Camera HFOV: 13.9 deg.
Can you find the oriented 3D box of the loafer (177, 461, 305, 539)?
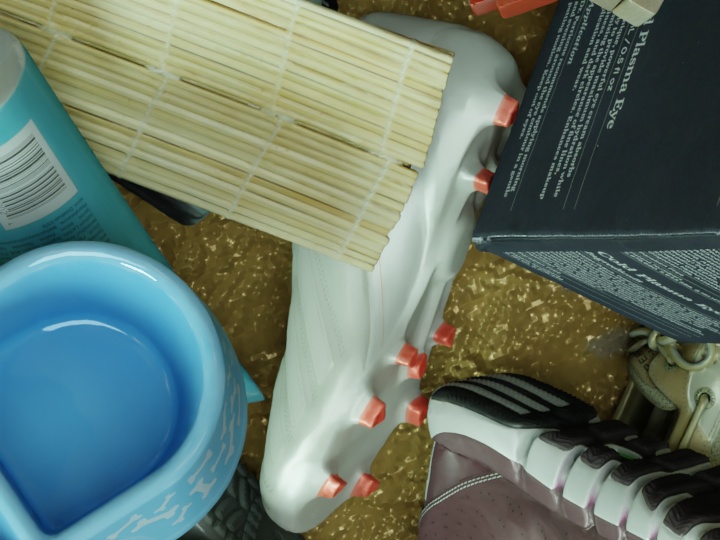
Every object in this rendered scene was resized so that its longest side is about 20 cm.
[{"bbox_3d":[-0.034,0.149,1.148,0.070,0.075,0.200,-36,97,25],"label":"loafer"}]

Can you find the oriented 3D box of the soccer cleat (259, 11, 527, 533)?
[{"bbox_3d":[0.000,0.000,1.113,0.078,0.069,0.200,25,96,20],"label":"soccer cleat"}]

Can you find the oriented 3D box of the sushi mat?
[{"bbox_3d":[-0.072,-0.071,1.037,0.200,0.012,0.096,21,121,-4],"label":"sushi mat"}]

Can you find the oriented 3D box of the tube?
[{"bbox_3d":[-0.104,-0.003,1.065,0.077,0.050,0.200,-9,138,16],"label":"tube"}]

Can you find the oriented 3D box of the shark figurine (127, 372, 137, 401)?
[{"bbox_3d":[-0.139,0.141,1.027,0.214,0.090,0.128,-34,83,-9],"label":"shark figurine"}]

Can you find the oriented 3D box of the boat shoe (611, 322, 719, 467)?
[{"bbox_3d":[0.114,0.065,1.141,0.063,0.073,0.201,14,108,-15],"label":"boat shoe"}]

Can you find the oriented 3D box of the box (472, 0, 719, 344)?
[{"bbox_3d":[0.153,-0.081,1.020,0.104,0.182,0.200,25,80,-23],"label":"box"}]

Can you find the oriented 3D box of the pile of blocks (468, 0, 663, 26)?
[{"bbox_3d":[0.037,-0.125,1.025,0.082,0.200,0.062,36,77,-39],"label":"pile of blocks"}]

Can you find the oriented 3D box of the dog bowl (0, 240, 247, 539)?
[{"bbox_3d":[-0.129,0.064,0.981,0.200,0.050,0.112,-32,80,-13],"label":"dog bowl"}]

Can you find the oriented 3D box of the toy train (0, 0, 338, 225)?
[{"bbox_3d":[-0.098,-0.105,1.071,0.200,0.085,0.114,33,106,-13],"label":"toy train"}]

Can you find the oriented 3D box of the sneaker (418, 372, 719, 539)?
[{"bbox_3d":[0.098,0.124,1.088,0.076,0.200,0.116,-4,114,-47],"label":"sneaker"}]
